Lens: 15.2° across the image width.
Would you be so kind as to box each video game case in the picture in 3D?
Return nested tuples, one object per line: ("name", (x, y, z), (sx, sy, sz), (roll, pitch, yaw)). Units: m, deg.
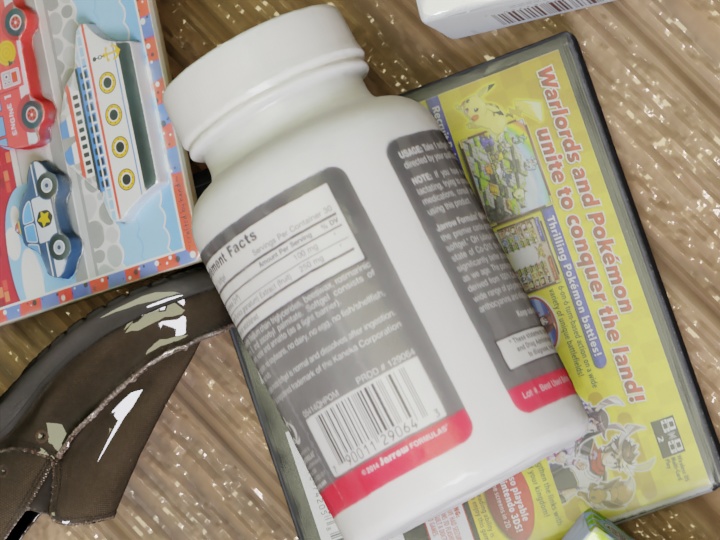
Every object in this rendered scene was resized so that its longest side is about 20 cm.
("video game case", (0.038, 0.025, 1.136), (0.180, 0.025, 0.201), (-20, 84, 12))

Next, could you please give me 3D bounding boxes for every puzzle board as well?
("puzzle board", (-0.146, -0.083, 1.148), (0.150, 0.017, 0.201), (-17, 81, 33))

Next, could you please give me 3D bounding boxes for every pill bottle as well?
("pill bottle", (0.000, 0.000, 1.075), (0.110, 0.111, 0.201), (-28, 83, 10))

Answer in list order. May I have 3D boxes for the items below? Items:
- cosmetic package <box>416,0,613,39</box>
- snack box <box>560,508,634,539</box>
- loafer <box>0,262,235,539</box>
("cosmetic package", (0.058, -0.206, 1.111), (0.101, 0.071, 0.201), (-13, 86, 12))
("snack box", (0.086, 0.218, 1.096), (0.142, 0.053, 0.200), (38, 97, -1))
("loafer", (-0.119, 0.071, 1.149), (0.200, 0.073, 0.071), (-40, 85, 21))
